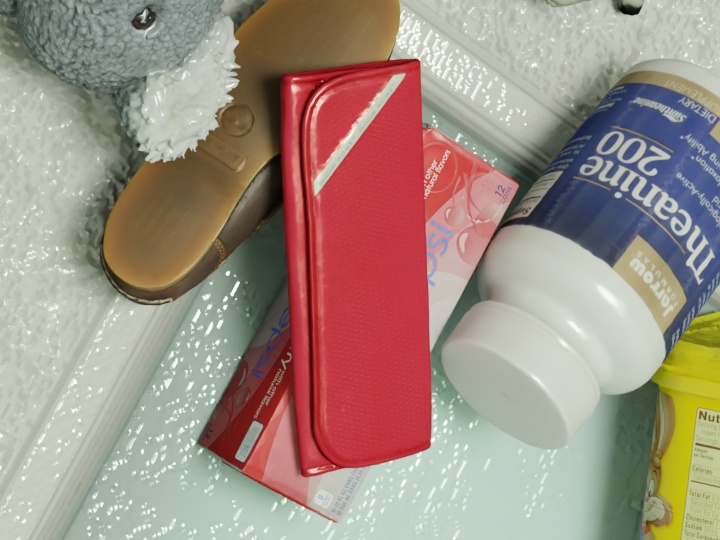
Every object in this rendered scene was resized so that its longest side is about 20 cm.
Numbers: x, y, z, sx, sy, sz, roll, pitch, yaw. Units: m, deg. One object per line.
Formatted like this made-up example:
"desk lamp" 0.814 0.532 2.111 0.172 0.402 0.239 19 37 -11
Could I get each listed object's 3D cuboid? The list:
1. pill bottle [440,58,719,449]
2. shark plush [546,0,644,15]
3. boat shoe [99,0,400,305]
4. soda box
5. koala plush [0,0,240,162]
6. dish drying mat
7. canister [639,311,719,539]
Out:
"pill bottle" 0.131 -0.007 1.071 0.200 0.111 0.111 -50 117 -23
"shark plush" 0.145 -0.232 1.087 0.083 0.091 0.201 22 93 2
"boat shoe" -0.056 -0.066 1.010 0.070 0.070 0.200 42 81 9
"soda box" -0.001 0.023 1.052 0.070 0.063 0.201 30 84 -28
"koala plush" -0.085 -0.163 0.936 0.177 0.184 0.201 35 98 -5
"dish drying mat" 0.000 0.000 0.995 0.076 0.018 0.202 -11 107 -28
"canister" 0.211 0.133 1.145 0.148 0.086 0.202 -9 107 -60
